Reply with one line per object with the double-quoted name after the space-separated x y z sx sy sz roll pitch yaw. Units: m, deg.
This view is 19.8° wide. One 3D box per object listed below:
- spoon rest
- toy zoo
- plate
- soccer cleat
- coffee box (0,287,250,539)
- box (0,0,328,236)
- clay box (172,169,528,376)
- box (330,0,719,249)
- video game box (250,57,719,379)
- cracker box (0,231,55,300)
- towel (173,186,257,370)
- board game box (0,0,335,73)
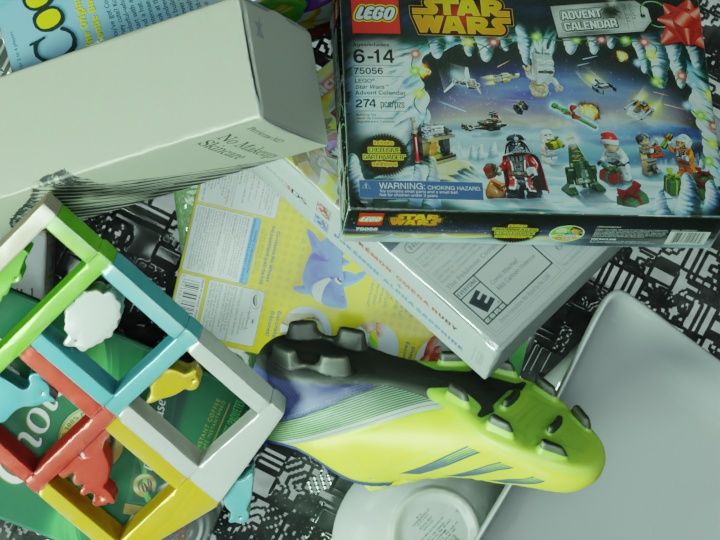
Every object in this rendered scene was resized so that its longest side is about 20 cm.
0.069 0.121 1.179 0.200 0.061 0.099 -42 92 -14 "spoon rest"
-0.133 0.069 1.091 0.200 0.020 0.131 43 108 -15 "toy zoo"
0.158 0.139 1.171 0.200 0.032 0.200 33 81 -28 "plate"
0.034 0.088 1.112 0.200 0.065 0.084 15 119 16 "soccer cleat"
-0.165 0.087 1.144 0.200 0.044 0.123 25 88 -15 "coffee box"
-0.124 -0.077 1.079 0.200 0.082 0.068 -15 77 24 "box"
0.000 0.000 1.165 0.200 0.048 0.115 13 97 -2 "clay box"
0.086 -0.081 1.090 0.200 0.040 0.137 1 63 -8 "box"
0.069 -0.068 1.128 0.182 0.047 0.200 43 66 12 "video game box"
-0.246 0.037 1.183 0.134 0.058 0.200 2 94 -3 "cracker box"
-0.031 -0.016 1.203 0.149 0.031 0.200 -4 96 1 "towel"
-0.100 -0.170 1.143 0.200 0.103 0.105 -17 81 0 "board game box"
